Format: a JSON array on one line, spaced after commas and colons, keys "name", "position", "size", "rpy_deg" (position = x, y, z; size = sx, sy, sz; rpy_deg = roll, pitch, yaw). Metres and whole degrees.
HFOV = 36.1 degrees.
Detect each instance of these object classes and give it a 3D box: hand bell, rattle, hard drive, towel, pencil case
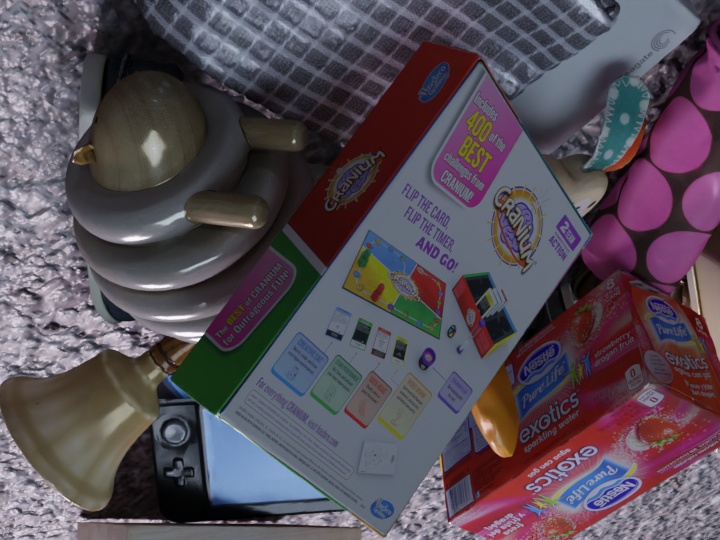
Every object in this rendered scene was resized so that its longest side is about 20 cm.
[{"name": "hand bell", "position": [-0.121, 0.050, 0.709], "size": [0.200, 0.104, 0.104], "rpy_deg": [-39, 138, 3]}, {"name": "rattle", "position": [0.128, -0.010, 0.668], "size": [0.199, 0.143, 0.131], "rpy_deg": [-26, 143, -11]}, {"name": "hard drive", "position": [0.092, -0.153, 0.646], "size": [0.199, 0.027, 0.132], "rpy_deg": [24, 127, -38]}, {"name": "towel", "position": [0.013, -0.142, 0.551], "size": [0.199, 0.086, 0.166], "rpy_deg": [29, 125, -27]}, {"name": "pencil case", "position": [0.219, -0.073, 0.739], "size": [0.090, 0.094, 0.201], "rpy_deg": [36, 134, 10]}]

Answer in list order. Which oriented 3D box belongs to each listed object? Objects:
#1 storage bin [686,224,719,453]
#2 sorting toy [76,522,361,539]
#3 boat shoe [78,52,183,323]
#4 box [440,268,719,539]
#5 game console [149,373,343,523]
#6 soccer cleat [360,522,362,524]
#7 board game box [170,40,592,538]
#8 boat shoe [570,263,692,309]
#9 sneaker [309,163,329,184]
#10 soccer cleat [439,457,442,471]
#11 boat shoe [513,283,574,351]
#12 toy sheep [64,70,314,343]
[{"name": "storage bin", "position": [0.362, 0.039, 0.829], "size": [0.197, 0.094, 0.201], "rpy_deg": [-22, 117, -10]}, {"name": "sorting toy", "position": [-0.128, 0.254, 0.955], "size": [0.198, 0.070, 0.198], "rpy_deg": [6, 167, -24]}, {"name": "boat shoe", "position": [-0.132, -0.043, 0.672], "size": [0.061, 0.075, 0.201], "rpy_deg": [3, 130, -4]}, {"name": "box", "position": [0.153, 0.106, 0.778], "size": [0.095, 0.100, 0.200], "rpy_deg": [25, 130, -27]}, {"name": "game console", "position": [-0.067, 0.127, 0.829], "size": [0.198, 0.118, 0.172], "rpy_deg": [-4, 105, -1]}, {"name": "soccer cleat", "position": [0.031, 0.161, 0.974], "size": [0.076, 0.067, 0.201], "rpy_deg": [-10, 138, -13]}, {"name": "board game box", "position": [0.021, 0.015, 0.547], "size": [0.201, 0.040, 0.153], "rpy_deg": [-53, 135, -10]}, {"name": "boat shoe", "position": [0.266, 0.021, 0.875], "size": [0.198, 0.068, 0.072], "rpy_deg": [-2, 139, -15]}, {"name": "sneaker", "position": [0.001, 0.001, 0.759], "size": [0.199, 0.077, 0.112], "rpy_deg": [11, 125, -38]}, {"name": "soccer cleat", "position": [0.087, 0.137, 0.937], "size": [0.083, 0.065, 0.201], "rpy_deg": [-29, 152, -27]}, {"name": "boat shoe", "position": [0.152, 0.088, 0.915], "size": [0.061, 0.073, 0.201], "rpy_deg": [-7, 141, 2]}, {"name": "toy sheep", "position": [-0.079, -0.024, 0.576], "size": [0.137, 0.139, 0.201], "rpy_deg": [-17, 137, 3]}]
